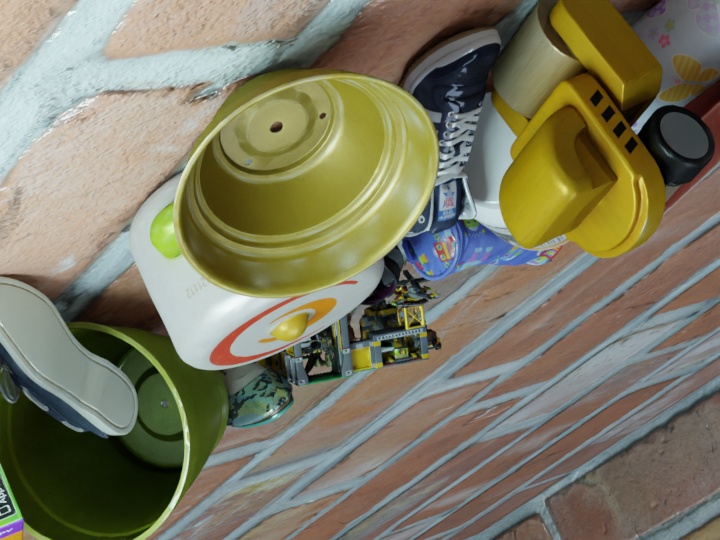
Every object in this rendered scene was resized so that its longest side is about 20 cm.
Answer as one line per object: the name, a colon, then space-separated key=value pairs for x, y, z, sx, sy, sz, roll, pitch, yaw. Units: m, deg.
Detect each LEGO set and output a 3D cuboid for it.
LEGO set: x=-0.022 y=0.034 z=1.861 sx=0.198 sy=0.117 sz=0.154 roll=-8 pitch=-170 yaw=-13

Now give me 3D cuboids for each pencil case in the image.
pencil case: x=0.122 y=-0.037 z=1.859 sx=0.199 sy=0.079 sz=0.087 roll=-8 pitch=159 yaw=-49
pencil case: x=0.266 y=-0.190 z=1.584 sx=0.083 sy=0.091 sz=0.199 roll=26 pitch=130 yaw=-37

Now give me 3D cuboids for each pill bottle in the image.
pill bottle: x=0.138 y=-0.088 z=1.647 sx=0.116 sy=0.117 sz=0.200 roll=-29 pitch=164 yaw=11

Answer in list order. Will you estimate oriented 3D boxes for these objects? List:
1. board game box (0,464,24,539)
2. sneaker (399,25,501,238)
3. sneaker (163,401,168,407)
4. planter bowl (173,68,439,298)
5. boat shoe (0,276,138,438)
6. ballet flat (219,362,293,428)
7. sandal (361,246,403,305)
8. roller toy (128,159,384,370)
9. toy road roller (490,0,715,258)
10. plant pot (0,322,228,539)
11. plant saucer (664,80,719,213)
board game box: x=-0.385 y=0.162 z=1.435 sx=0.198 sy=0.202 sz=0.200 roll=-21 pitch=164 yaw=-18
sneaker: x=0.068 y=-0.101 z=1.494 sx=0.070 sy=0.109 sz=0.200 roll=-15 pitch=161 yaw=-37
sneaker: x=-0.257 y=0.148 z=1.849 sx=0.198 sy=0.078 sz=0.086 roll=-22 pitch=161 yaw=-17
planter bowl: x=-0.049 y=-0.082 z=1.353 sx=0.198 sy=0.084 sz=0.202 roll=-14 pitch=135 yaw=-14
boat shoe: x=-0.258 y=0.074 z=1.531 sx=0.061 sy=0.076 sz=0.200 roll=-10 pitch=147 yaw=28
ballet flat: x=-0.124 y=0.112 z=1.833 sx=0.074 sy=0.075 sz=0.200 roll=-20 pitch=-177 yaw=-22
sandal: x=-0.001 y=0.000 z=1.670 sx=0.075 sy=0.048 sz=0.200 roll=-27 pitch=164 yaw=5
roller toy: x=-0.078 y=-0.009 z=1.498 sx=0.198 sy=0.141 sz=0.183 roll=-19 pitch=164 yaw=-27
toy road roller: x=0.157 y=-0.103 z=1.436 sx=0.145 sy=0.201 sz=0.123 roll=-22 pitch=160 yaw=-38
plant pot: x=-0.210 y=0.136 z=1.708 sx=0.199 sy=0.202 sz=0.193 roll=-31 pitch=176 yaw=17
plant saucer: x=0.280 y=-0.116 z=1.594 sx=0.200 sy=0.037 sz=0.200 roll=-43 pitch=-175 yaw=-4
